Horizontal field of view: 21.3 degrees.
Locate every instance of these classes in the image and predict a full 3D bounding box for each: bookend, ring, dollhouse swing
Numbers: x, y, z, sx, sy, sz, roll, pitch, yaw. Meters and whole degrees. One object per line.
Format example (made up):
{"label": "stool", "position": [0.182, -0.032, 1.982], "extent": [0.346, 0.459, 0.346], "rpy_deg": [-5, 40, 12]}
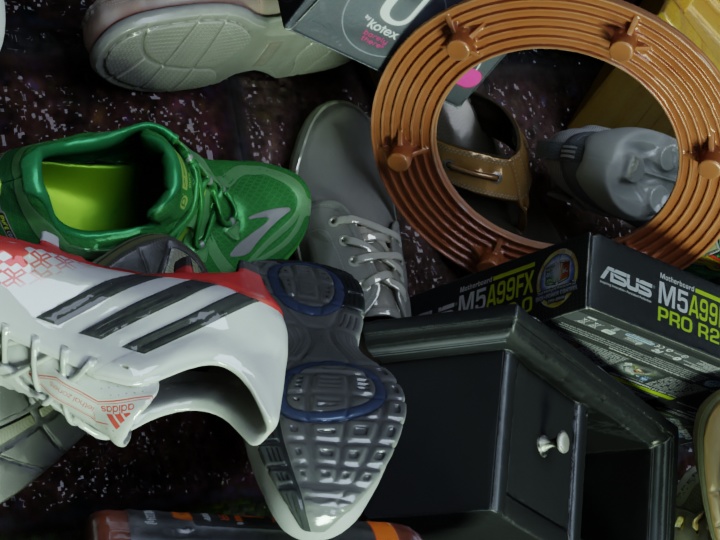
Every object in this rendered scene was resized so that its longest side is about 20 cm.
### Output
{"label": "bookend", "position": [0.081, 0.147, 0.987], "extent": [0.200, 0.092, 0.200], "rpy_deg": [36, 54, -49]}
{"label": "ring", "position": [0.101, -0.059, 0.996], "extent": [0.200, 0.200, 0.019], "rpy_deg": [43, 40, -20]}
{"label": "dollhouse swing", "position": [0.259, -0.129, 1.220], "extent": [0.175, 0.182, 0.200], "rpy_deg": [35, 54, -1]}

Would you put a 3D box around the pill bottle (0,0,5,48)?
{"label": "pill bottle", "position": [-0.259, -0.093, 0.816], "extent": [0.200, 0.115, 0.116], "rpy_deg": [-39, 101, -39]}

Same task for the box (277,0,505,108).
{"label": "box", "position": [0.020, -0.206, 1.037], "extent": [0.122, 0.106, 0.201], "rpy_deg": [21, 38, -31]}

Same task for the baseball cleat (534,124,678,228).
{"label": "baseball cleat", "position": [0.187, -0.049, 1.145], "extent": [0.199, 0.106, 0.070], "rpy_deg": [24, 87, -40]}

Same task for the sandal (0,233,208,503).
{"label": "sandal", "position": [-0.158, 0.050, 0.887], "extent": [0.200, 0.057, 0.080], "rpy_deg": [-30, 114, -25]}

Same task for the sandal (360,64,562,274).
{"label": "sandal", "position": [0.065, -0.075, 1.111], "extent": [0.080, 0.054, 0.201], "rpy_deg": [-31, 96, -40]}

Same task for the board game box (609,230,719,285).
{"label": "board game box", "position": [0.206, 0.011, 1.128], "extent": [0.200, 0.104, 0.024], "rpy_deg": [21, 62, -52]}

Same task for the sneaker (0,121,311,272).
{"label": "sneaker", "position": [-0.099, -0.029, 0.945], "extent": [0.199, 0.083, 0.075], "rpy_deg": [-1, 76, -40]}

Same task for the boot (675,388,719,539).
{"label": "boot", "position": [0.216, 0.138, 1.094], "extent": [0.072, 0.155, 0.201], "rpy_deg": [-26, 109, -6]}

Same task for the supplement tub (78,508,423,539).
{"label": "supplement tub", "position": [-0.032, 0.167, 0.881], "extent": [0.198, 0.107, 0.108], "rpy_deg": [5, 71, -13]}

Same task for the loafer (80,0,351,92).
{"label": "loafer", "position": [-0.074, -0.139, 1.020], "extent": [0.199, 0.072, 0.063], "rpy_deg": [-9, 65, -46]}

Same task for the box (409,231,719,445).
{"label": "box", "position": [0.144, 0.046, 1.068], "extent": [0.199, 0.160, 0.045], "rpy_deg": [21, 65, -32]}

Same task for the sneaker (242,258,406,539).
{"label": "sneaker", "position": [-0.024, 0.072, 0.920], "extent": [0.074, 0.088, 0.200], "rpy_deg": [9, 27, -8]}

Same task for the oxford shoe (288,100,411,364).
{"label": "oxford shoe", "position": [0.000, 0.000, 1.034], "extent": [0.075, 0.058, 0.202], "rpy_deg": [12, 67, -32]}

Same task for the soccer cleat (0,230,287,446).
{"label": "soccer cleat", "position": [-0.125, 0.033, 0.817], "extent": [0.199, 0.069, 0.086], "rpy_deg": [6, 53, -20]}
